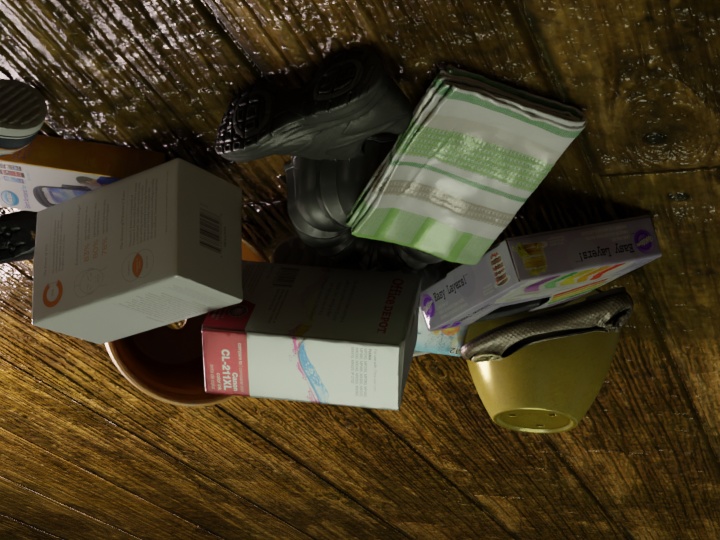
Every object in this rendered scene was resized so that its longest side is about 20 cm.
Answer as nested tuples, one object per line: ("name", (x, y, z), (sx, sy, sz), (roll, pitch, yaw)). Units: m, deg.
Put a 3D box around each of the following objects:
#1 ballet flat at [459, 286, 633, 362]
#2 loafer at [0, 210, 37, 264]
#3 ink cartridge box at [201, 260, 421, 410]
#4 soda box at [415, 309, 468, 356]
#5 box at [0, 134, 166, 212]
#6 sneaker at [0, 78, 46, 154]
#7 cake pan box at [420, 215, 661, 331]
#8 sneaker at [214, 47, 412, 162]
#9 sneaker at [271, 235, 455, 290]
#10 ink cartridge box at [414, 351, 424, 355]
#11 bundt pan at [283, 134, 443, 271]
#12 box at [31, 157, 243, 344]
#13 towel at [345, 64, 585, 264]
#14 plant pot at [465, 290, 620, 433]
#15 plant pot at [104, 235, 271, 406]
("ballet flat", (0.209, 0.070, 1.498), (0.200, 0.046, 0.067), (-19, 171, 5))
("loafer", (-0.331, -0.046, 1.486), (0.200, 0.068, 0.070), (-7, -168, 13))
("ink cartridge box", (-0.046, 0.064, 1.364), (0.200, 0.146, 0.083), (5, 118, 8))
("soda box", (0.023, 0.043, 1.526), (0.200, 0.064, 0.068), (9, 118, -8))
("box", (-0.302, -0.094, 1.379), (0.200, 0.042, 0.119), (6, 158, -6))
("sneaker", (-0.395, -0.146, 1.226), (0.200, 0.079, 0.079), (14, 151, -21))
("cake pan box", (0.180, 0.005, 1.391), (0.184, 0.052, 0.200), (-7, 166, -29))
("sneaker", (-0.044, -0.125, 1.178), (0.200, 0.076, 0.091), (-10, 147, 37))
("sneaker", (0.000, 0.000, 1.471), (0.200, 0.075, 0.082), (9, -170, -10))
("ink cartridge box", (-0.004, 0.093, 1.636), (0.200, 0.047, 0.160), (-6, 174, -28))
("bundt pan", (0.019, -0.058, 1.335), (0.202, 0.076, 0.202), (5, 157, 2))
("box", (-0.222, -0.015, 1.335), (0.200, 0.125, 0.097), (-16, 155, 32))
("towel", (0.093, -0.085, 1.209), (0.149, 0.031, 0.200), (15, 132, -21))
("plant pot", (0.211, 0.114, 1.612), (0.200, 0.142, 0.200), (6, 158, 2))
("plant pot", (-0.200, 0.051, 1.534), (0.200, 0.200, 0.183), (12, 174, -14))
